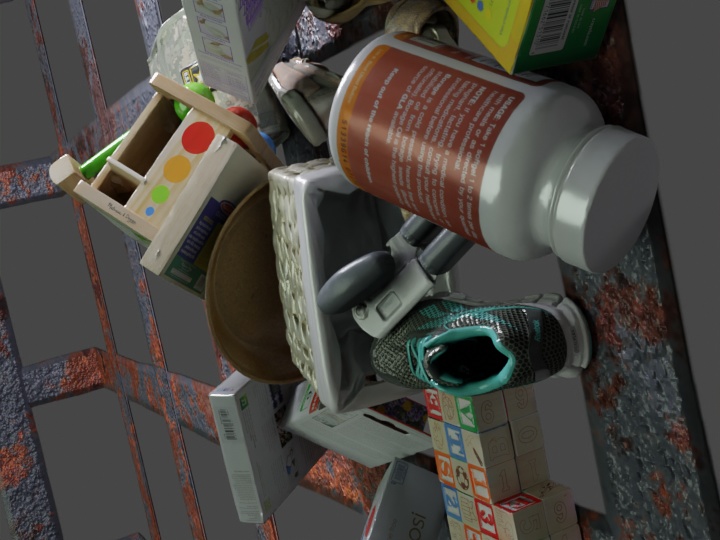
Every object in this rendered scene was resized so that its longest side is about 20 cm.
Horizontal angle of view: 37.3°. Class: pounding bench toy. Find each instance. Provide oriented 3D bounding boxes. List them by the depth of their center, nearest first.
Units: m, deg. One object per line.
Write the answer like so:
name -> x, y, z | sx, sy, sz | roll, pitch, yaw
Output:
pounding bench toy -> -0.193, -0.108, 1.047 | 0.198, 0.157, 0.124 | 29, 171, 22

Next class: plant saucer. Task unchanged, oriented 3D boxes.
plant saucer -> -0.069, 0.004, 0.992 | 0.035, 0.199, 0.203 | 18, 121, 46

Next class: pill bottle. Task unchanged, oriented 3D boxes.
pill bottle -> 0.083, -0.074, 0.680 | 0.199, 0.112, 0.114 | 28, 131, 36

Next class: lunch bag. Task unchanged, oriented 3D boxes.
lunch bag -> -0.156, -0.200, 1.179 | 0.200, 0.116, 0.166 | -25, 83, 68

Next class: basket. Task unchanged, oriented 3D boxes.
basket -> 0.000, 0.000, 0.923 | 0.123, 0.134, 0.203 | -155, 55, -63

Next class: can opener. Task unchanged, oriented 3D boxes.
can opener -> 0.050, -0.022, 0.792 | 0.200, 0.066, 0.053 | -45, 68, 26

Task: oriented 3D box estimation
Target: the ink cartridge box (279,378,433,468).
ink cartridge box -> 0.003, 0.138, 1.025 | 0.200, 0.108, 0.051 | -40, 27, 64

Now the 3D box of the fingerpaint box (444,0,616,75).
fingerpaint box -> 0.098, -0.251, 0.631 | 0.168, 0.072, 0.202 | 56, 149, 36

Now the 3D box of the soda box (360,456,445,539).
soda box -> 0.024, 0.279, 0.972 | 0.068, 0.063, 0.202 | 112, 180, -55

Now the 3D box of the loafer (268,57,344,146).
loafer -> -0.044, -0.169, 1.029 | 0.072, 0.062, 0.200 | 56, -179, -23

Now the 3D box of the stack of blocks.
stack of blocks -> 0.117, 0.186, 0.856 | 0.115, 0.058, 0.203 | 3, 106, 66

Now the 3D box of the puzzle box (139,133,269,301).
puzzle box -> -0.118, -0.034, 0.998 | 0.025, 0.134, 0.200 | 30, 175, 22

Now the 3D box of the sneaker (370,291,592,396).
sneaker -> 0.068, 0.057, 0.789 | 0.199, 0.091, 0.079 | -13, 92, 46

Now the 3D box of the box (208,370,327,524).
box -> -0.083, 0.152, 1.135 | 0.036, 0.200, 0.146 | -1, 110, 27

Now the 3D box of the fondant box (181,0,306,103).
fondant box -> -0.093, -0.258, 0.917 | 0.200, 0.058, 0.146 | 88, -155, -70

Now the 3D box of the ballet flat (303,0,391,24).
ballet flat -> -0.019, -0.250, 0.910 | 0.199, 0.062, 0.070 | 5, 109, 66

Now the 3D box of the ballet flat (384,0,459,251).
ballet flat -> 0.059, -0.109, 0.818 | 0.067, 0.068, 0.203 | 3, 107, 51
